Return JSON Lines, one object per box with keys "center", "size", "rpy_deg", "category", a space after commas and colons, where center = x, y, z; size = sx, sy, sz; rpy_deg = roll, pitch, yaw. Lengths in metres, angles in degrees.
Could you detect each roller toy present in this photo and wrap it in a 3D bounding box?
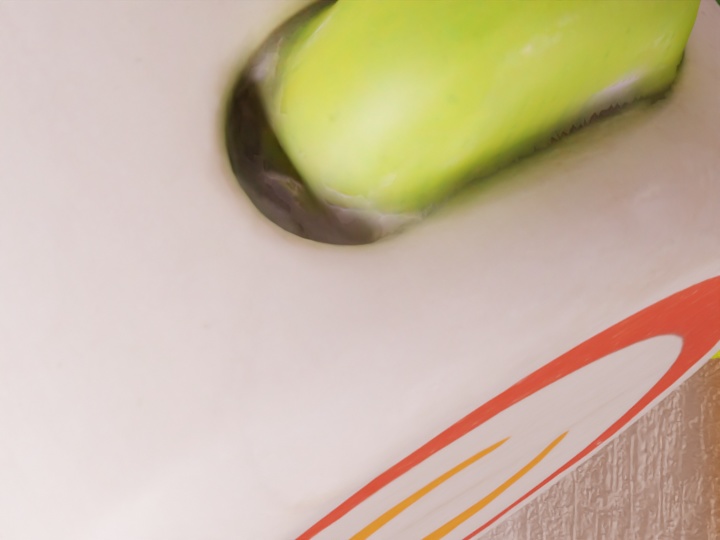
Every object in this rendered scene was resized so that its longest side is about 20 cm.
{"center": [-0.027, -0.012, 0.437], "size": [0.200, 0.140, 0.182], "rpy_deg": [-38, 166, 13], "category": "roller toy"}

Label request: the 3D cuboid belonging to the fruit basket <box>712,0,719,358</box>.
{"center": [0.083, -0.027, 0.748], "size": [0.155, 0.216, 0.216], "rpy_deg": [-40, 176, 21], "category": "fruit basket"}
